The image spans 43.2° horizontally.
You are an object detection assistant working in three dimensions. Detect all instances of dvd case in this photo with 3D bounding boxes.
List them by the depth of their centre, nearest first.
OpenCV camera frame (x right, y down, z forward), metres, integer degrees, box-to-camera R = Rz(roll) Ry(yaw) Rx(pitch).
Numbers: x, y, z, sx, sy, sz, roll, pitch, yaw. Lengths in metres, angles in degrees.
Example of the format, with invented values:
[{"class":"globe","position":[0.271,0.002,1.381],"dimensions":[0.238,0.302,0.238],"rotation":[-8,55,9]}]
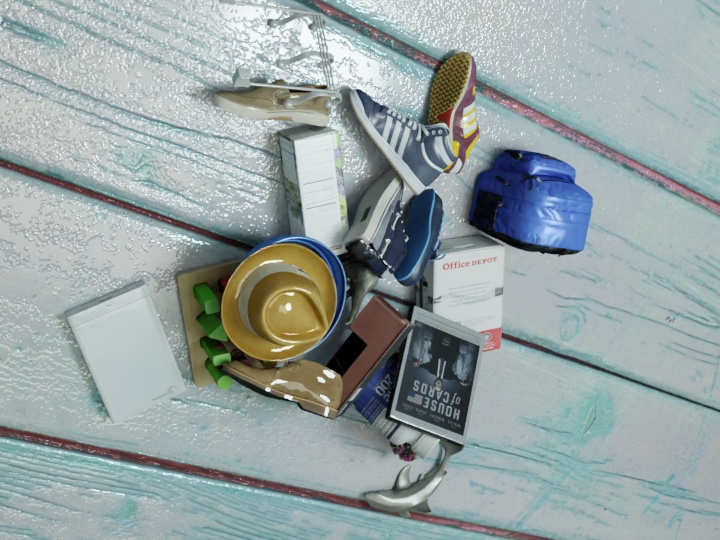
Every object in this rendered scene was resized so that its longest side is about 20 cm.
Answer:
[{"class":"dvd case","position":[0.130,0.179,1.551],"dimensions":[0.148,0.025,0.203],"rotation":[22,65,-17]}]

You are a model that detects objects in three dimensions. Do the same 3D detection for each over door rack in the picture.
[{"class":"over door rack","position":[-0.124,-0.324,1.346],"dimensions":[0.198,0.066,0.150],"rotation":[3,69,-43]}]

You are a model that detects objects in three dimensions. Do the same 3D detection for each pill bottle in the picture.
[{"class":"pill bottle","position":[0.060,0.230,1.588],"dimensions":[0.199,0.111,0.111],"rotation":[41,88,8]}]

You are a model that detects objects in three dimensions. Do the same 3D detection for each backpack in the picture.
[{"class":"backpack","position":[0.302,-0.116,1.584],"dimensions":[0.160,0.200,0.171],"rotation":[1,107,-24]}]

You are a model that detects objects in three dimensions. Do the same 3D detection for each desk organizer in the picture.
[{"class":"desk organizer","position":[-0.004,0.142,1.510],"dimensions":[0.077,0.072,0.201],"rotation":[40,96,12]}]

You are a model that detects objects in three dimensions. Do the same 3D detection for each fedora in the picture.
[{"class":"fedora","position":[-0.110,0.060,1.376],"dimensions":[0.198,0.082,0.204],"rotation":[-11,114,-27]}]

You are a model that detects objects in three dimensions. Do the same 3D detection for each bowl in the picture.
[{"class":"bowl","position":[-0.117,0.039,1.439],"dimensions":[0.198,0.039,0.204],"rotation":[-11,113,-27]}]

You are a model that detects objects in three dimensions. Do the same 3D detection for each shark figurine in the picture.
[{"class":"shark figurine","position":[0.127,0.421,1.753],"dimensions":[0.213,0.089,0.129],"rotation":[-36,120,-7]}]

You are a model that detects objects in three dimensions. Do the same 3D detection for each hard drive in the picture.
[{"class":"hard drive","position":[-0.372,0.132,1.456],"dimensions":[0.130,0.027,0.203],"rotation":[-23,116,-16]}]

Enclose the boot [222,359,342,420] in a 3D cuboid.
[{"class":"boot","position":[-0.121,0.171,1.448],"dimensions":[0.197,0.074,0.077],"rotation":[21,79,-14]}]

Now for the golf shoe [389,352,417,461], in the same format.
[{"class":"golf shoe","position":[0.085,0.245,1.693],"dimensions":[0.092,0.072,0.204],"rotation":[-27,113,-60]}]

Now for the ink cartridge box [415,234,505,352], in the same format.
[{"class":"ink cartridge box","position":[0.178,0.047,1.649],"dimensions":[0.144,0.083,0.203],"rotation":[-8,111,-21]}]

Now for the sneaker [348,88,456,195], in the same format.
[{"class":"sneaker","position":[0.074,-0.234,1.478],"dimensions":[0.108,0.070,0.201],"rotation":[-35,101,16]}]

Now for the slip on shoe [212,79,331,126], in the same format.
[{"class":"slip on shoe","position":[-0.132,-0.266,1.402],"dimensions":[0.197,0.076,0.062],"rotation":[3,112,-29]}]

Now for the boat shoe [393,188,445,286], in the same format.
[{"class":"boat shoe","position":[0.114,-0.050,1.543],"dimensions":[0.069,0.083,0.202],"rotation":[48,51,-34]}]

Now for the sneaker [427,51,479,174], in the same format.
[{"class":"sneaker","position":[0.166,-0.267,1.552],"dimensions":[0.089,0.074,0.203],"rotation":[4,103,-48]}]

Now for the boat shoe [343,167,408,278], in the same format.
[{"class":"boat shoe","position":[0.044,-0.077,1.506],"dimensions":[0.093,0.074,0.201],"rotation":[46,49,-22]}]

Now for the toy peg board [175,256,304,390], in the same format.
[{"class":"toy peg board","position":[-0.182,0.090,1.489],"dimensions":[0.196,0.098,0.203],"rotation":[-13,113,-20]}]

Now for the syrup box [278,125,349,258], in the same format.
[{"class":"syrup box","position":[-0.074,-0.127,1.475],"dimensions":[0.080,0.079,0.203],"rotation":[-15,113,-20]}]

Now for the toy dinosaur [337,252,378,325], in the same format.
[{"class":"toy dinosaur","position":[0.000,0.000,1.523],"dimensions":[0.101,0.201,0.077],"rotation":[-26,115,35]}]
